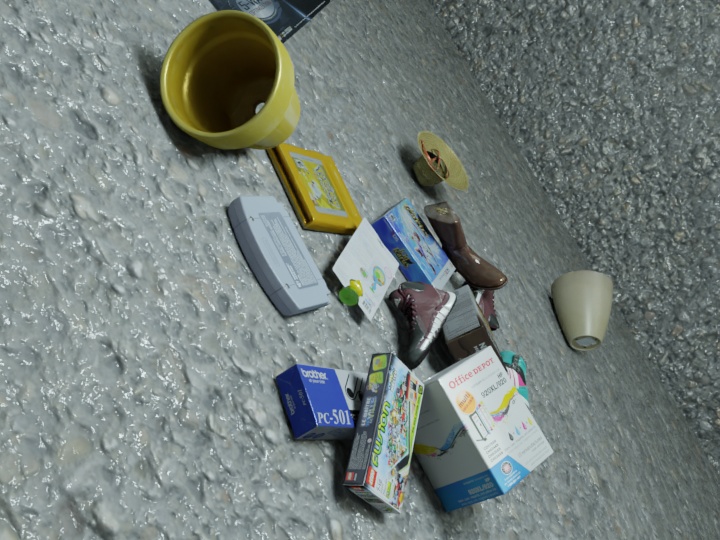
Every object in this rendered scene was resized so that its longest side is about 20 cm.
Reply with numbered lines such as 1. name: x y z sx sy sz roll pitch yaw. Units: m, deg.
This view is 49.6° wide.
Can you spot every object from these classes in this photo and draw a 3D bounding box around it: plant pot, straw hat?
1. plant pot: -0.187 -0.281 1.244 0.201 0.200 0.189 63 9 13
2. straw hat: 0.181 -0.260 1.998 0.201 0.085 0.201 36 33 -28
3. plant pot: 0.674 0.133 2.359 0.187 0.187 0.200 38 45 -35

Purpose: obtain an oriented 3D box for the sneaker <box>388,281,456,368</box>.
1. sneaker: 0.093 0.091 1.447 0.115 0.076 0.200 29 42 8

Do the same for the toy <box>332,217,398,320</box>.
1. toy: 0.000 0.000 1.406 0.115 0.047 0.200 54 28 -16

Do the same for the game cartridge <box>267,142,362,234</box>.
1. game cartridge: -0.077 -0.152 1.460 0.200 0.032 0.177 1 60 -60

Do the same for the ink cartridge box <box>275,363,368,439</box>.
1. ink cartridge box: -0.032 0.192 1.122 0.200 0.044 0.094 19 44 -54

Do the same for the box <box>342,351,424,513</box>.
1. box: 0.037 0.231 1.116 0.110 0.035 0.200 47 46 -43

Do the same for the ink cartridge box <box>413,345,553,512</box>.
1. ink cartridge box: 0.176 0.255 1.264 0.147 0.145 0.200 -23 80 -41

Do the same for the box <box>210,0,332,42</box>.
1. box: -0.173 -0.539 1.539 0.160 0.200 0.044 51 25 -15

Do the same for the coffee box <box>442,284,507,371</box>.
1. coffee box: 0.217 0.127 1.547 0.113 0.080 0.200 60 10 -20

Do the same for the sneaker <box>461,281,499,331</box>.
1. sneaker: 0.287 0.081 1.821 0.116 0.076 0.200 57 35 -13

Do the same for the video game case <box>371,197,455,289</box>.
1. video game case: 0.118 -0.049 1.681 0.200 0.045 0.181 55 24 -4

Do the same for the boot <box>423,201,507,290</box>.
1. boot: 0.231 -0.057 1.725 0.186 0.064 0.200 24 -30 37

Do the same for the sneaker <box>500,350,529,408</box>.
1. sneaker: 0.296 0.211 1.651 0.200 0.083 0.121 50 30 -34

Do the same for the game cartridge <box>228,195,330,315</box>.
1. game cartridge: -0.128 -0.025 1.215 0.200 0.040 0.133 61 21 9
